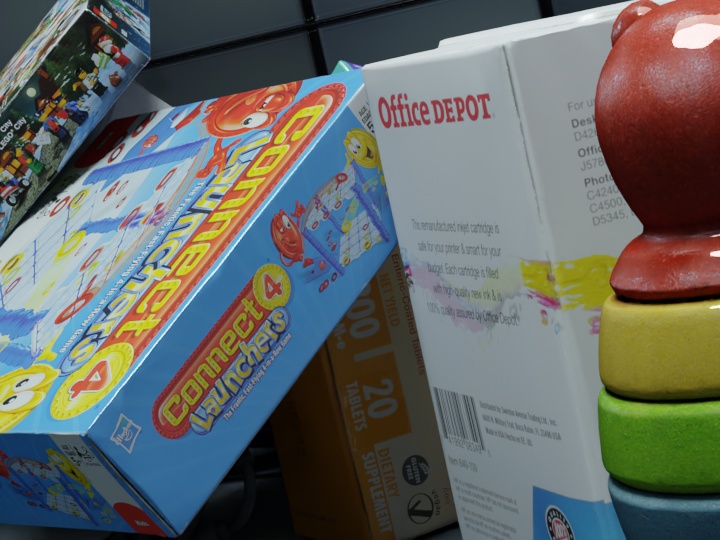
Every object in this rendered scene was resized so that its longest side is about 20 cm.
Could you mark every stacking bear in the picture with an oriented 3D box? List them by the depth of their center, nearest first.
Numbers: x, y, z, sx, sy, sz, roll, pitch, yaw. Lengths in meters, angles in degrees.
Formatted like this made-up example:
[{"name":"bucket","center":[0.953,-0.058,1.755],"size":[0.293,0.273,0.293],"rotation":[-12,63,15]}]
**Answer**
[{"name":"stacking bear","center":[0.118,0.018,0.587],"size":[0.114,0.200,0.121],"rotation":[-15,7,-23]}]

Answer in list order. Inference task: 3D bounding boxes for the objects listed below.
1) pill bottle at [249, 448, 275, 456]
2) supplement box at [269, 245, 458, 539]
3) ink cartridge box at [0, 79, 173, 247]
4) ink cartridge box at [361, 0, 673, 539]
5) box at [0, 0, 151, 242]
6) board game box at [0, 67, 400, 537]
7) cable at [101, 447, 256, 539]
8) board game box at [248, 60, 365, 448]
[{"name":"pill bottle","center":[-0.051,0.024,1.137],"size":[0.200,0.111,0.111],"rotation":[-45,20,-24]},{"name":"supplement box","center":[0.058,0.033,0.933],"size":[0.200,0.126,0.074],"rotation":[-17,8,-29]},{"name":"ink cartridge box","center":[-0.159,-0.011,1.115],"size":[0.200,0.084,0.176],"rotation":[-32,31,44]},{"name":"ink cartridge box","center":[0.107,0.002,0.760],"size":[0.146,0.200,0.147],"rotation":[-15,7,-17]},{"name":"box","center":[-0.157,-0.078,1.011],"size":[0.137,0.038,0.200],"rotation":[-49,14,8]},{"name":"board game box","center":[-0.089,0.012,0.851],"size":[0.196,0.056,0.200],"rotation":[-6,40,51]},{"name":"cable","center":[-0.139,0.092,0.920],"size":[0.163,0.051,0.200],"rotation":[-36,38,-11]},{"name":"board game box","center":[0.000,0.000,1.004],"size":[0.152,0.045,0.200],"rotation":[5,-53,-48]}]
